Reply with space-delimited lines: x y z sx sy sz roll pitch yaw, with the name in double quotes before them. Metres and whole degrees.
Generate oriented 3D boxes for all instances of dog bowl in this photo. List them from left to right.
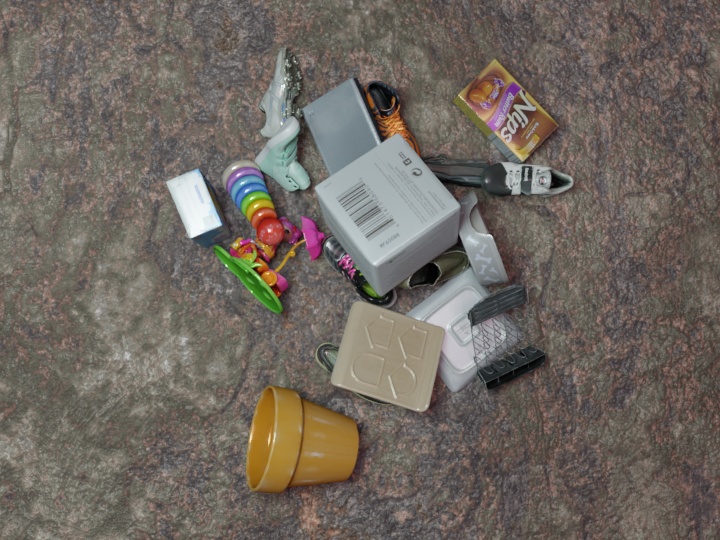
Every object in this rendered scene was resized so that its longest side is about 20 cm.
"dog bowl" 0.238 -0.059 1.398 0.059 0.200 0.201 -21 89 9

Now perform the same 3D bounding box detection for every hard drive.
"hard drive" -0.026 -0.273 1.428 0.139 0.033 0.200 -24 90 30

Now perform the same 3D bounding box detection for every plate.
"plate" 0.217 0.125 1.464 0.199 0.032 0.200 -38 92 -6

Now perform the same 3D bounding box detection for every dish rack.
"dish rack" 0.296 0.132 1.412 0.153 0.055 0.200 -23 121 -16

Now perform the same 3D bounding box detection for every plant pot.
"plant pot" -0.109 0.340 1.359 0.183 0.200 0.201 13 86 -19

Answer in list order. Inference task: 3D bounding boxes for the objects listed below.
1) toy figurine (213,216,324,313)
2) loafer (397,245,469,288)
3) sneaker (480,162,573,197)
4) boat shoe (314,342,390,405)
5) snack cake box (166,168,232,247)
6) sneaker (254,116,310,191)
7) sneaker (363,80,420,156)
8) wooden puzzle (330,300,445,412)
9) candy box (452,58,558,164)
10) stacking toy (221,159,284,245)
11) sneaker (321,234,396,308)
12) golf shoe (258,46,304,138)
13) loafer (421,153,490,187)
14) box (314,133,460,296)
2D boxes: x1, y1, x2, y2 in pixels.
"toy figurine" -0.168 -0.043 1.413 0.200 0.150 0.184 38 70 22
"loafer" 0.149 0.003 1.416 0.200 0.070 0.075 -17 121 -27
"sneaker" 0.350 -0.192 1.439 0.199 0.088 0.074 -1 91 -18
"boat shoe" -0.006 0.217 1.425 0.201 0.066 0.072 34 85 -2
"snack cake box" -0.308 -0.116 1.348 0.067 0.200 0.115 -24 90 -6
"sneaker" -0.132 -0.225 1.377 0.118 0.200 0.074 40 66 -9
"sneaker" 0.062 -0.301 1.430 0.077 0.112 0.200 -34 92 -5
"wooden puzzle" 0.056 0.175 1.397 0.199 0.046 0.186 16 65 -1
"candy box" 0.310 -0.336 1.481 0.117 0.056 0.200 -45 93 -6
"stacking toy" -0.206 -0.128 1.368 0.085 0.085 0.200 -28 55 -5
"sneaker" 0.000 0.000 1.423 0.074 0.087 0.200 -44 91 -2
"golf shoe" -0.174 -0.368 1.435 0.097 0.078 0.201 -8 71 23
"loafer" 0.181 -0.216 1.454 0.199 0.072 0.063 6 86 -18
"box" 0.054 -0.102 1.307 0.200 0.171 0.199 -34 69 -9
